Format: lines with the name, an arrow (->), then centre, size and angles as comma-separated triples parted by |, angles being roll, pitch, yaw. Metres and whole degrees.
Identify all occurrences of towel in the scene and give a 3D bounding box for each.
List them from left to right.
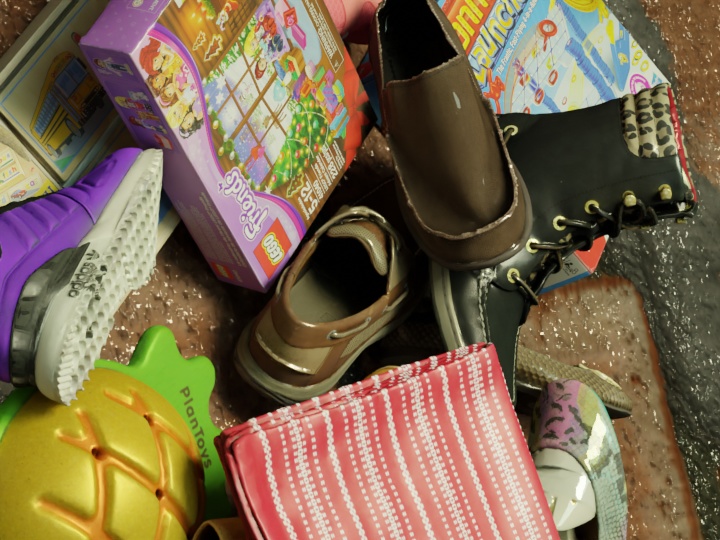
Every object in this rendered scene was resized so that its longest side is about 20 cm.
towel -> 0.022, 0.124, 1.086 | 0.200, 0.022, 0.145 | -17, 87, -43

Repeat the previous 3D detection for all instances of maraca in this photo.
maraca -> -0.125, 0.106, 1.070 | 0.200, 0.107, 0.137 | -34, 114, -52

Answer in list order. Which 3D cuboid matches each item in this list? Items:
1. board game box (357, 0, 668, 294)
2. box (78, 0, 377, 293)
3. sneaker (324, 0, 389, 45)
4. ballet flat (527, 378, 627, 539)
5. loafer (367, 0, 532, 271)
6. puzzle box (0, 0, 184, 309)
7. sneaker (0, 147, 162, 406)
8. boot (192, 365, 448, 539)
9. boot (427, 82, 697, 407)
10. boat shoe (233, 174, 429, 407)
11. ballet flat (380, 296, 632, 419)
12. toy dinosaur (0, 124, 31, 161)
board game box -> 0.105, -0.122, 1.433 | 0.196, 0.056, 0.200 | 47, 47, -23
box -> -0.066, -0.102, 1.179 | 0.137, 0.039, 0.200 | -58, 144, -25
sneaker -> -0.051, -0.153, 1.280 | 0.200, 0.074, 0.087 | 17, 77, -51
ballet flat -> 0.124, 0.169, 1.302 | 0.071, 0.069, 0.201 | -17, 107, -46
loafer -> 0.040, -0.086, 1.242 | 0.071, 0.073, 0.200 | 64, 4, -54
puzzle box -> -0.146, -0.075, 1.181 | 0.133, 0.025, 0.200 | 48, 46, -20
sneaker -> -0.161, -0.013, 1.070 | 0.200, 0.099, 0.070 | -68, 167, -60
boot -> -0.026, 0.134, 1.090 | 0.144, 0.071, 0.202 | 22, 68, -47
boot -> 0.120, -0.018, 1.258 | 0.074, 0.153, 0.204 | 58, 25, -55
boat shoe -> 0.000, 0.000, 1.246 | 0.076, 0.072, 0.200 | 31, 43, 4
ballet flat -> 0.095, 0.057, 1.346 | 0.200, 0.067, 0.046 | 18, 69, -33
toy dinosaur -> -0.261, -0.110, 1.070 | 0.200, 0.058, 0.101 | 11, 81, -34
